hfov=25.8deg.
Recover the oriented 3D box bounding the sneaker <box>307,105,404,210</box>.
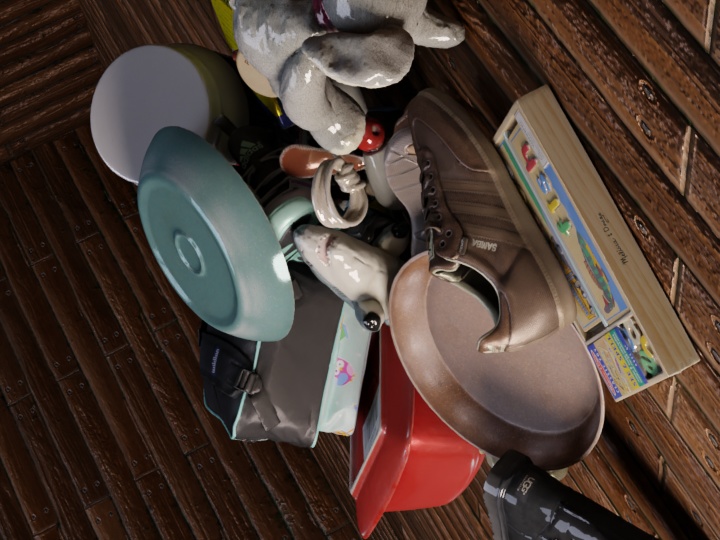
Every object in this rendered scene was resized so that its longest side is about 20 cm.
[{"bbox_3d":[-0.004,-0.108,1.420,0.079,0.090,0.200,50,150,-5],"label":"sneaker"}]

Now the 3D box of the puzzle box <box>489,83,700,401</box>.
[{"bbox_3d":[0.147,-0.014,1.039,0.201,0.025,0.133,62,171,8],"label":"puzzle box"}]

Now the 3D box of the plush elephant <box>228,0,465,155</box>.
[{"bbox_3d":[-0.003,-0.182,1.090,0.154,0.166,0.199,6,171,37],"label":"plush elephant"}]

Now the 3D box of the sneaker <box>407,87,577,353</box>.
[{"bbox_3d":[0.071,-0.036,1.083,0.201,0.075,0.071,59,170,21],"label":"sneaker"}]

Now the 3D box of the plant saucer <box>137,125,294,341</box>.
[{"bbox_3d":[-0.130,-0.021,1.301,0.200,0.036,0.201,40,147,32],"label":"plant saucer"}]

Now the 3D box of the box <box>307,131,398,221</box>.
[{"bbox_3d":[-0.025,-0.137,1.555,0.117,0.048,0.201,53,167,52],"label":"box"}]

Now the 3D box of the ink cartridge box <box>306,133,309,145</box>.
[{"bbox_3d":[-0.062,-0.081,1.655,0.201,0.040,0.200,65,172,-1],"label":"ink cartridge box"}]

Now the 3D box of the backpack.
[{"bbox_3d":[-0.075,0.070,1.479,0.200,0.152,0.177,10,92,65],"label":"backpack"}]

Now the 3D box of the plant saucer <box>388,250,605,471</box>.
[{"bbox_3d":[0.109,0.062,1.204,0.199,0.034,0.201,28,137,29],"label":"plant saucer"}]

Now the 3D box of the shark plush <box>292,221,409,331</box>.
[{"bbox_3d":[0.000,0.000,1.313,0.200,0.083,0.092,20,-96,-78],"label":"shark plush"}]

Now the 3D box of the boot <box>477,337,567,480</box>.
[{"bbox_3d":[0.107,0.084,1.345,0.200,0.072,0.156,37,148,60],"label":"boot"}]

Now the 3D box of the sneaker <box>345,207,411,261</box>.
[{"bbox_3d":[0.036,0.013,1.525,0.098,0.071,0.201,0,135,52],"label":"sneaker"}]

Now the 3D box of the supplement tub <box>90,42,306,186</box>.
[{"bbox_3d":[-0.147,-0.134,1.464,0.141,0.140,0.200,61,-161,12],"label":"supplement tub"}]

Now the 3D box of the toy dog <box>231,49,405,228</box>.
[{"bbox_3d":[-0.037,-0.129,1.257,0.096,0.131,0.201,-10,103,49],"label":"toy dog"}]

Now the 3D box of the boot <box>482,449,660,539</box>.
[{"bbox_3d":[0.195,0.229,1.190,0.199,0.066,0.165,26,163,30],"label":"boot"}]

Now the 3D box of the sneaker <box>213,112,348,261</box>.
[{"bbox_3d":[-0.081,-0.078,1.331,0.140,0.078,0.200,54,-179,4],"label":"sneaker"}]

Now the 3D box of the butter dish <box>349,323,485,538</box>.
[{"bbox_3d":[0.074,0.132,1.460,0.201,0.147,0.201,112,163,-53],"label":"butter dish"}]

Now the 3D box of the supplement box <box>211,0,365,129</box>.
[{"bbox_3d":[-0.067,-0.241,1.317,0.110,0.108,0.201,49,163,57],"label":"supplement box"}]

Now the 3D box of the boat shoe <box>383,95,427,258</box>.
[{"bbox_3d":[0.071,-0.055,1.233,0.201,0.075,0.072,72,-160,-47],"label":"boat shoe"}]
